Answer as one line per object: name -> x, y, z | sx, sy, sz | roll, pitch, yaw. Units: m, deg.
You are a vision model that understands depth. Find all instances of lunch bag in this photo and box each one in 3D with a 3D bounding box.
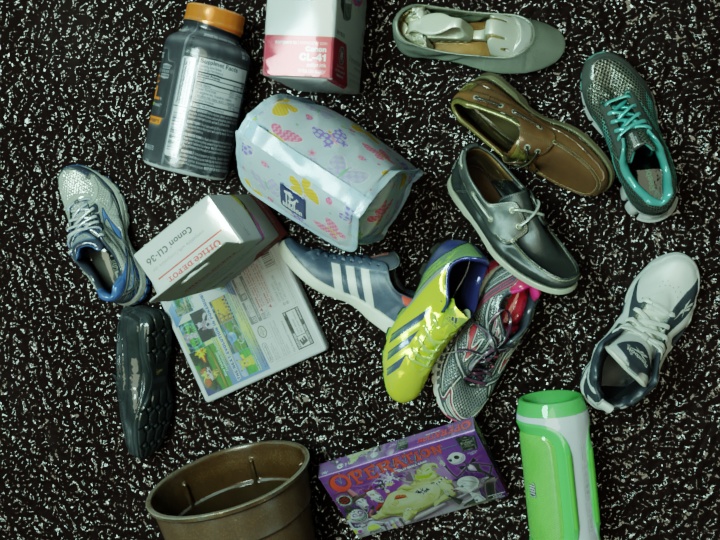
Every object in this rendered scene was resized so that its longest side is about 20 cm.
lunch bag -> -0.041, -0.110, 0.953 | 0.169, 0.200, 0.127 | 33, 101, 8

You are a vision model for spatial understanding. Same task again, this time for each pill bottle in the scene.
pill bottle -> -0.194, -0.218, 1.028 | 0.106, 0.106, 0.201 | 15, 97, 12

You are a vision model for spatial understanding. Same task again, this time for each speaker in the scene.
speaker -> 0.230, 0.244, 0.978 | 0.088, 0.088, 0.201 | -6, 93, 14

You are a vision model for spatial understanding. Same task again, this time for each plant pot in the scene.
plant pot -> -0.136, 0.340, 1.026 | 0.200, 0.200, 0.199 | -11, 99, 14

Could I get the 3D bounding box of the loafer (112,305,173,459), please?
loafer -> -0.288, 0.144, 1.106 | 0.070, 0.068, 0.201 | 8, 99, 31

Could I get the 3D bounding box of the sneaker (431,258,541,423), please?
sneaker -> 0.143, 0.085, 0.976 | 0.080, 0.075, 0.201 | 15, 101, -20

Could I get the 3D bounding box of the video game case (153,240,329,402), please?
video game case -> -0.160, 0.044, 1.086 | 0.182, 0.022, 0.200 | -25, 90, 14

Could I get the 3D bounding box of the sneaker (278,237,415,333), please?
sneaker -> 0.000, 0.000, 1.020 | 0.200, 0.075, 0.085 | 31, 103, -1

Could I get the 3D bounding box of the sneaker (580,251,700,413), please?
sneaker -> 0.309, 0.074, 0.921 | 0.079, 0.130, 0.199 | 37, 102, 7

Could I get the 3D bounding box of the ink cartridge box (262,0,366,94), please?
ink cartridge box -> -0.046, -0.310, 0.964 | 0.085, 0.148, 0.201 | 7, 97, 12

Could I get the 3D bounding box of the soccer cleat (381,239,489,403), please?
soccer cleat -> 0.084, 0.061, 0.954 | 0.065, 0.084, 0.201 | 21, 94, -34

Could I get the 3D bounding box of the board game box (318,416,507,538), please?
board game box -> 0.064, 0.252, 1.020 | 0.199, 0.032, 0.120 | -20, 116, 14

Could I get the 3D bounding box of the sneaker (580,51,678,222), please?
sneaker -> 0.300, -0.149, 0.924 | 0.077, 0.091, 0.200 | -24, 89, 13

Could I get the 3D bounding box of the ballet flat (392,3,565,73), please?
ballet flat -> 0.132, -0.266, 0.965 | 0.199, 0.064, 0.068 | 8, 84, 13

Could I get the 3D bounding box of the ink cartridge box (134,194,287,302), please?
ink cartridge box -> -0.174, -0.029, 0.968 | 0.116, 0.200, 0.068 | -37, 87, 13

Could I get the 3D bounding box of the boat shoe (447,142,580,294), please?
boat shoe -> 0.171, -0.057, 0.943 | 0.072, 0.068, 0.200 | -25, 65, -28

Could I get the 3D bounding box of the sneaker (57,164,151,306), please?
sneaker -> -0.338, -0.047, 1.087 | 0.077, 0.085, 0.200 | -28, 87, 14

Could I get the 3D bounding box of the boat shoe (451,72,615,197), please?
boat shoe -> 0.188, -0.140, 0.952 | 0.200, 0.068, 0.072 | 37, 140, 16
